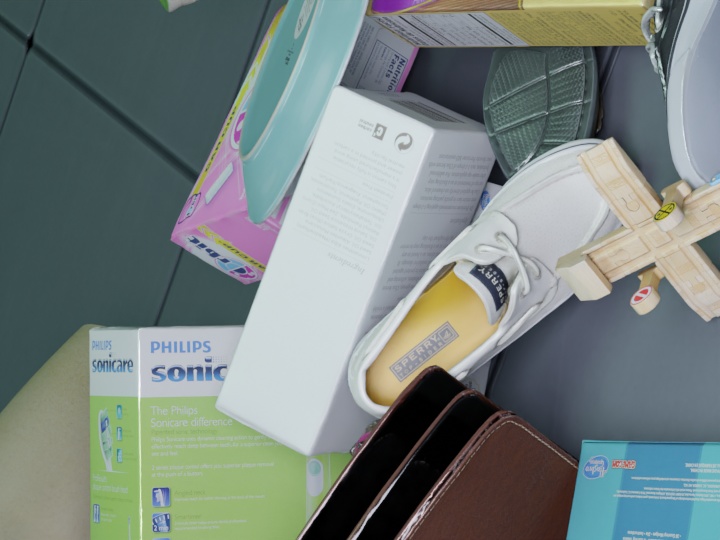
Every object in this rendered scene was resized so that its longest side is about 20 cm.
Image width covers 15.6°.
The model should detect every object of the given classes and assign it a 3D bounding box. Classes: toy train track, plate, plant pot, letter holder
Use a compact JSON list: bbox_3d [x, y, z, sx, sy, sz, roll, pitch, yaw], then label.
[{"bbox_3d":[0.178,-0.028,1.281,0.200,0.115,0.033,-28,23,33],"label":"toy train track"},{"bbox_3d":[-0.036,-0.124,1.560,0.200,0.026,0.201,-159,90,-79],"label":"plate"},{"bbox_3d":[-0.195,0.146,1.846,0.187,0.187,0.200,-4,59,62],"label":"plant pot"},{"bbox_3d":[0.015,0.152,1.357,0.100,0.142,0.200,33,88,37],"label":"letter holder"}]

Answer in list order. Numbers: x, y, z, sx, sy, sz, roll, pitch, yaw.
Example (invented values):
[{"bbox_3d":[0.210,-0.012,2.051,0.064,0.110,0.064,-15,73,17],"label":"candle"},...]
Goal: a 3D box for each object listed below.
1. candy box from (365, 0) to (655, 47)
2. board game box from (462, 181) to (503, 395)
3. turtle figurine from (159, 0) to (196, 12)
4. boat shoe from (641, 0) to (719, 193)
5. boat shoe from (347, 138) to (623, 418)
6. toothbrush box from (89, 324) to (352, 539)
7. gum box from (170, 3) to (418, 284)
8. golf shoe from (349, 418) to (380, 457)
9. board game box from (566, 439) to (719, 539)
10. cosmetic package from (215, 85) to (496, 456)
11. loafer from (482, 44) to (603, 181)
[{"bbox_3d":[0.104,-0.188,1.470,0.200,0.056,0.117,5,74,41],"label":"candy box"},{"bbox_3d":[0.024,0.018,1.621,0.200,0.034,0.135,-2,74,63],"label":"board game box"},{"bbox_3d":[-0.060,-0.261,1.770,0.144,0.193,0.201,101,149,-68],"label":"turtle figurine"},{"bbox_3d":[0.179,-0.128,1.350,0.068,0.073,0.200,-24,59,58],"label":"boat shoe"},{"bbox_3d":[0.071,0.006,1.419,0.200,0.071,0.070,-41,1,2],"label":"boat shoe"},{"bbox_3d":[-0.084,0.133,1.602,0.086,0.145,0.201,-1,89,62],"label":"toothbrush box"},{"bbox_3d":[-0.036,-0.099,1.713,0.113,0.066,0.200,-17,45,59],"label":"gum box"},{"bbox_3d":[0.014,0.163,1.520,0.073,0.092,0.200,48,121,26],"label":"golf shoe"},{"bbox_3d":[0.149,0.185,1.274,0.151,0.047,0.201,-5,72,62],"label":"board game box"},{"bbox_3d":[0.000,0.000,1.505,0.071,0.101,0.201,25,101,24],"label":"cosmetic package"},{"bbox_3d":[0.110,-0.122,1.519,0.072,0.063,0.201,-19,58,22],"label":"loafer"}]
